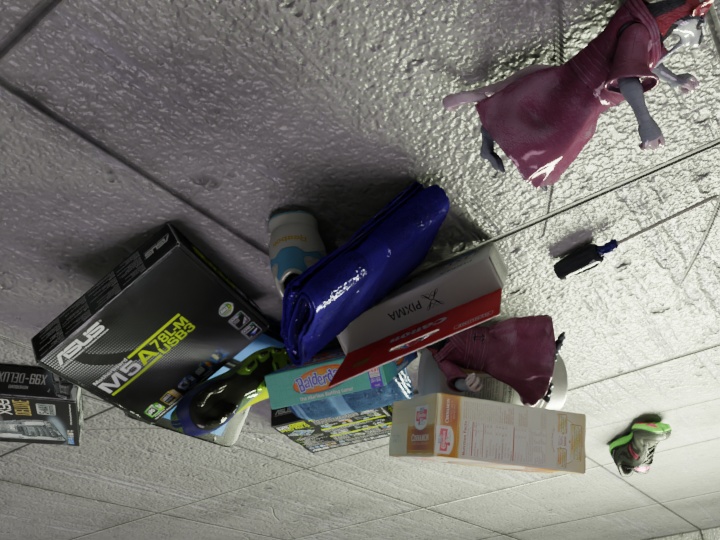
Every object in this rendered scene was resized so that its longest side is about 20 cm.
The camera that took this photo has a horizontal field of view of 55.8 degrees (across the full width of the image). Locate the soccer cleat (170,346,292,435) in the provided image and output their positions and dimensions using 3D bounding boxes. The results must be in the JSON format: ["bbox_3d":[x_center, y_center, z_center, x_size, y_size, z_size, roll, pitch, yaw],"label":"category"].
[{"bbox_3d":[-0.158,0.150,0.875,0.083,0.066,0.199,-21,-178,38],"label":"soccer cleat"}]

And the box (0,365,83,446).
[{"bbox_3d":[-0.516,0.213,1.057,0.155,0.051,0.201,8,145,-17],"label":"box"}]

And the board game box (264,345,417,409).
[{"bbox_3d":[-0.017,0.125,0.890,0.149,0.046,0.200,-14,179,15],"label":"board game box"}]

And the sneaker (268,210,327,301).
[{"bbox_3d":[-0.059,0.020,0.781,0.075,0.082,0.201,-12,148,9],"label":"sneaker"}]

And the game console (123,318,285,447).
[{"bbox_3d":[-0.186,0.142,0.921,0.169,0.120,0.199,-25,142,30],"label":"game console"}]

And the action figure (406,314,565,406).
[{"bbox_3d":[0.155,0.095,0.879,0.196,0.136,0.149,10,167,9],"label":"action figure"}]

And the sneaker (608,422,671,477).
[{"bbox_3d":[0.569,0.361,1.366,0.075,0.085,0.201,-1,147,-5],"label":"sneaker"}]

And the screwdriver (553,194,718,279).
[{"bbox_3d":[0.307,-0.041,0.778,0.029,0.028,0.199,44,128,-13],"label":"screwdriver"}]

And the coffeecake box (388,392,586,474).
[{"bbox_3d":[0.154,0.207,0.851,0.196,0.074,0.153,11,163,-15],"label":"coffeecake box"}]

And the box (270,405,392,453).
[{"bbox_3d":[-0.033,0.257,1.181,0.197,0.045,0.160,-17,144,18],"label":"box"}]

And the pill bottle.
[{"bbox_3d":[0.191,0.158,0.986,0.196,0.116,0.115,3,147,-11],"label":"pill bottle"}]

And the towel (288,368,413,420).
[{"bbox_3d":[-0.022,0.182,1.047,0.197,0.049,0.112,-14,133,15],"label":"towel"}]

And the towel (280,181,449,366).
[{"bbox_3d":[0.000,0.000,0.697,0.199,0.050,0.148,-38,164,-28],"label":"towel"}]

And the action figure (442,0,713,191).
[{"bbox_3d":[0.190,-0.159,0.550,0.149,0.134,0.200,45,121,3],"label":"action figure"}]

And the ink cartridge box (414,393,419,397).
[{"bbox_3d":[0.205,0.241,1.143,0.198,0.085,0.144,-23,143,26],"label":"ink cartridge box"}]

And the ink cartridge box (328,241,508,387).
[{"bbox_3d":[0.061,0.042,0.745,0.198,0.045,0.176,-25,-174,18],"label":"ink cartridge box"}]

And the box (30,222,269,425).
[{"bbox_3d":[-0.232,0.071,0.787,0.199,0.048,0.194,-39,142,-2],"label":"box"}]
